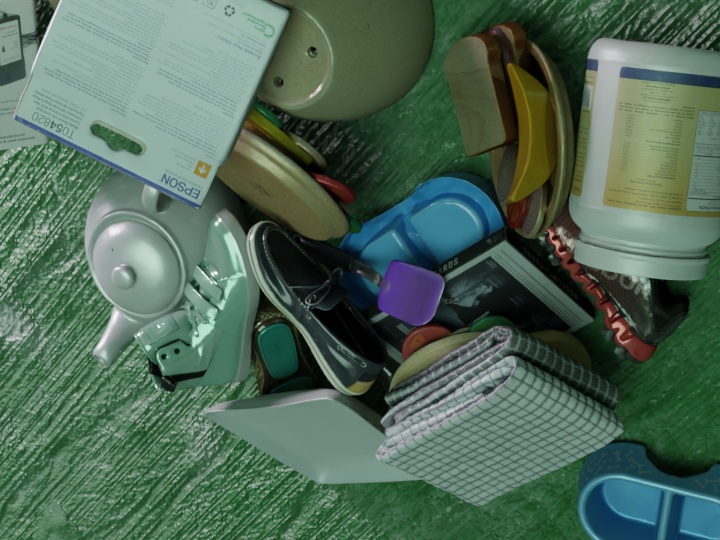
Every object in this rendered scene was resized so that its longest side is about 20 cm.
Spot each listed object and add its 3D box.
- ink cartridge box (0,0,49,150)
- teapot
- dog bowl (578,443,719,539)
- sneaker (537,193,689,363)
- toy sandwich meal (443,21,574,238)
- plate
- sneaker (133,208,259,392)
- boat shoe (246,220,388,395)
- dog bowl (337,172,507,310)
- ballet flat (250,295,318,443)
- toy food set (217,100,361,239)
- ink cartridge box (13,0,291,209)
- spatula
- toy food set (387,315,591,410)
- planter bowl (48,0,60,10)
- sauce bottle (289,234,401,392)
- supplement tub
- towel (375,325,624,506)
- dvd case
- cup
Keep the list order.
[{"bbox_3d":[-0.388,-0.244,1.667,0.083,0.145,0.202,-10,116,-20],"label":"ink cartridge box"},{"bbox_3d":[-0.219,-0.024,1.697,0.196,0.146,0.202,-15,105,28],"label":"teapot"},{"bbox_3d":[0.315,0.249,1.635,0.198,0.050,0.113,12,117,17],"label":"dog bowl"},{"bbox_3d":[0.246,-0.012,1.547,0.098,0.071,0.201,-36,92,24],"label":"sneaker"},{"bbox_3d":[0.135,-0.129,1.483,0.069,0.205,0.207,-5,116,-16],"label":"toy sandwich meal"},{"bbox_3d":[-0.034,0.174,1.704,0.199,0.033,0.199,-10,145,42],"label":"plate"},{"bbox_3d":[-0.170,0.039,1.625,0.074,0.117,0.202,42,136,48],"label":"sneaker"},{"bbox_3d":[-0.040,0.030,1.592,0.062,0.074,0.201,-36,87,40],"label":"boat shoe"},{"bbox_3d":[0.067,-0.028,1.629,0.199,0.050,0.112,-33,97,30],"label":"dog bowl"},{"bbox_3d":[-0.087,0.104,1.742,0.070,0.066,0.201,-16,134,-12],"label":"ballet flat"},{"bbox_3d":[-0.084,-0.098,1.572,0.200,0.049,0.198,41,167,-21],"label":"toy food set"},{"bbox_3d":[-0.189,-0.188,1.452,0.198,0.041,0.202,26,99,-1],"label":"ink cartridge box"},{"bbox_3d":[0.000,0.000,1.611,0.199,0.020,0.057,25,101,39],"label":"spatula"},{"bbox_3d":[0.123,0.121,1.637,0.196,0.049,0.201,16,134,-16],"label":"toy food set"},{"bbox_3d":[-0.248,-0.320,1.569,0.199,0.201,0.135,35,149,5],"label":"planter bowl"},{"bbox_3d":[-0.025,0.051,1.695,0.200,0.066,0.066,46,122,-2],"label":"sauce bottle"},{"bbox_3d":[0.264,-0.101,1.431,0.143,0.144,0.202,10,100,19],"label":"supplement tub"},{"bbox_3d":[0.134,0.142,1.565,0.165,0.086,0.199,28,134,-35],"label":"towel"},{"bbox_3d":[0.114,0.047,1.617,0.199,0.025,0.150,-31,127,30],"label":"dvd case"},{"bbox_3d":[-0.044,-0.224,1.535,0.198,0.143,0.202,9,116,19],"label":"cup"}]
